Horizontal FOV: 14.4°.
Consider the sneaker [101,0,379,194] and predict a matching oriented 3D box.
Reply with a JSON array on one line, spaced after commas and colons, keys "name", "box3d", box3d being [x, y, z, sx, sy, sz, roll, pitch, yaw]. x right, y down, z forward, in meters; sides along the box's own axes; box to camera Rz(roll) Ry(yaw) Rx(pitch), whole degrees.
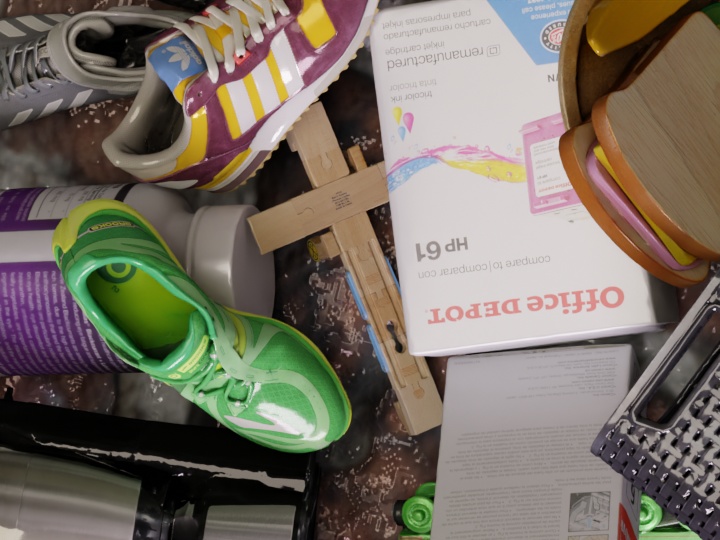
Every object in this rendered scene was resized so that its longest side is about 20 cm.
[{"name": "sneaker", "box3d": [-0.066, -0.123, 1.588, 0.075, 0.090, 0.200, 51, 120, 33]}]

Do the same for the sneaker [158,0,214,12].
[{"name": "sneaker", "box3d": [-0.116, -0.196, 1.671, 0.200, 0.074, 0.080, 15, 90, 16]}]

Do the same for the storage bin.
[{"name": "storage bin", "box3d": [0.213, 0.065, 1.512, 0.094, 0.200, 0.135, 38, 101, 12]}]

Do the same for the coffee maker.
[{"name": "coffee maker", "box3d": [-0.125, 0.135, 1.641, 0.200, 0.192, 0.135, 8, 133, -3]}]

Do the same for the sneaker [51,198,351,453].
[{"name": "sneaker", "box3d": [-0.092, 0.045, 1.568, 0.200, 0.084, 0.074, 37, 110, -18]}]

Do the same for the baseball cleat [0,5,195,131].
[{"name": "baseball cleat", "box3d": [-0.183, -0.128, 1.673, 0.200, 0.106, 0.070, -10, 83, 15]}]

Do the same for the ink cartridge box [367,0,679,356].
[{"name": "ink cartridge box", "box3d": [0.093, -0.056, 1.603, 0.144, 0.085, 0.200, -8, 89, 14]}]

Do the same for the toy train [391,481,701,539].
[{"name": "toy train", "box3d": [0.116, 0.151, 1.629, 0.200, 0.042, 0.057, -2, 101, 16]}]

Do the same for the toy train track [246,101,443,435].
[{"name": "toy train track", "box3d": [0.000, 0.000, 1.658, 0.115, 0.033, 0.200, -23, 92, -20]}]

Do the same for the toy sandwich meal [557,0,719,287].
[{"name": "toy sandwich meal", "box3d": [0.192, -0.096, 1.532, 0.205, 0.070, 0.206, 2, 84, -25]}]

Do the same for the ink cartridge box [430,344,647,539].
[{"name": "ink cartridge box", "box3d": [0.097, 0.138, 1.572, 0.109, 0.050, 0.200, -5, 53, 17]}]

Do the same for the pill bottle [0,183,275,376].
[{"name": "pill bottle", "box3d": [-0.156, 0.006, 1.666, 0.200, 0.111, 0.112, -2, 91, 17]}]
